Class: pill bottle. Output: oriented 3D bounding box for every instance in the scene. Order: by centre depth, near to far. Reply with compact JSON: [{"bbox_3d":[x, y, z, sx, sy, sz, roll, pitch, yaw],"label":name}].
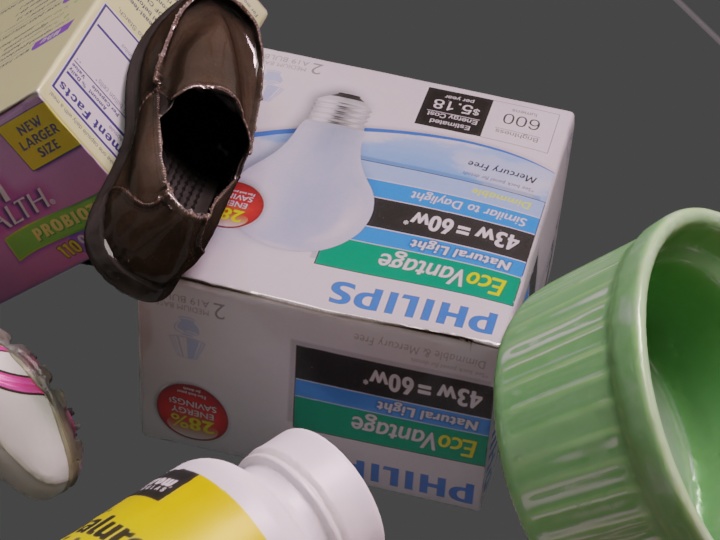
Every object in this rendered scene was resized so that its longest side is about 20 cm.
[{"bbox_3d":[-0.086,0.157,0.948,0.199,0.112,0.111,-31,53,-33],"label":"pill bottle"}]

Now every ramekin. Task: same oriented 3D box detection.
[{"bbox_3d":[0.152,0.080,0.990,0.097,0.200,0.201,-22,29,35],"label":"ramekin"}]

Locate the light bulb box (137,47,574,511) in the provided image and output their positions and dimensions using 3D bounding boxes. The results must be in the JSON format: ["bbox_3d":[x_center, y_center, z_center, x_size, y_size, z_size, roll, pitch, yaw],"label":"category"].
[{"bbox_3d":[0.000,0.000,1.112,0.196,0.126,0.201,12,42,9],"label":"light bulb box"}]

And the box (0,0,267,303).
[{"bbox_3d":[-0.170,-0.090,1.142,0.175,0.097,0.201,-24,28,35],"label":"box"}]

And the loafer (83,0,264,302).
[{"bbox_3d":[-0.078,-0.072,1.027,0.073,0.071,0.201,33,44,-25],"label":"loafer"}]

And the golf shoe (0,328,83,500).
[{"bbox_3d":[-0.232,0.054,1.050,0.200,0.073,0.092,42,47,7],"label":"golf shoe"}]

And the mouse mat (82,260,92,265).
[{"bbox_3d":[-0.219,-0.065,1.252,0.198,0.008,0.162,6,43,4],"label":"mouse mat"}]
